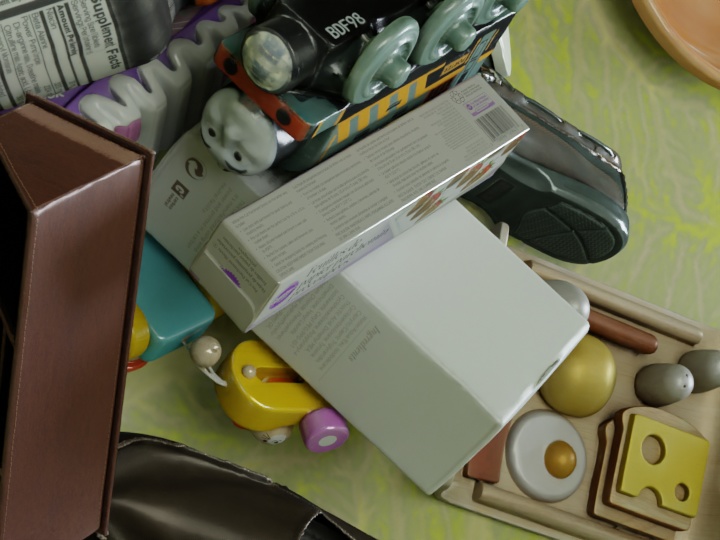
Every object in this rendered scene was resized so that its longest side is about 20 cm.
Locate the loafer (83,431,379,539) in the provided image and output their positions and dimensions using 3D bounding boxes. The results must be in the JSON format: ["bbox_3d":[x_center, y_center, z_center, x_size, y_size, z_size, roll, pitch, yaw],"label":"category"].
[{"bbox_3d":[-0.052,0.126,1.263,0.200,0.071,0.073,22,72,-27],"label":"loafer"}]

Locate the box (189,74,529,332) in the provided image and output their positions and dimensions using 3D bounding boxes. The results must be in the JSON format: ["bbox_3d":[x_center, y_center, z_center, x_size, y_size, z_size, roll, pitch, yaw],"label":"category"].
[{"bbox_3d":[0.003,-0.034,1.203,0.041,0.039,0.200,46,43,9],"label":"box"}]

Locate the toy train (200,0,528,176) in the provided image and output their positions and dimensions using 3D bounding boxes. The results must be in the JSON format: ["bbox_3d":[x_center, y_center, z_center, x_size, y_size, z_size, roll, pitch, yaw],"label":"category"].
[{"bbox_3d":[0.005,-0.108,1.212,0.085,0.114,0.200,42,41,12],"label":"toy train"}]

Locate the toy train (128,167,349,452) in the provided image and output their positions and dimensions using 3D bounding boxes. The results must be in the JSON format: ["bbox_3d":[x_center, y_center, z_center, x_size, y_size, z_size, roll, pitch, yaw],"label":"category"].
[{"bbox_3d":[-0.057,0.020,1.291,0.200,0.056,0.150,24,44,-16],"label":"toy train"}]

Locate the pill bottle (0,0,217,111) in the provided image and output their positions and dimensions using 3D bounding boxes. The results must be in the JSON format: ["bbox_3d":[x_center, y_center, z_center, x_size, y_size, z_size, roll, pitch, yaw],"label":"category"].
[{"bbox_3d":[-0.153,-0.127,1.158,0.200,0.106,0.106,-18,92,-4],"label":"pill bottle"}]

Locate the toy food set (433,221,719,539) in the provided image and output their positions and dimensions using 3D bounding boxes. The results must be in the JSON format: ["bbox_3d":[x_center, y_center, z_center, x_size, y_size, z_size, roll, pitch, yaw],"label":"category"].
[{"bbox_3d":[0.135,0.073,1.391,0.200,0.060,0.144,21,72,-27],"label":"toy food set"}]

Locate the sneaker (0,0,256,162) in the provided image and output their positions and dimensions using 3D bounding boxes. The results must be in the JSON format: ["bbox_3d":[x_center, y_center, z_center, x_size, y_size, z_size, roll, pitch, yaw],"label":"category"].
[{"bbox_3d":[-0.112,-0.099,1.262,0.088,0.081,0.200,34,46,17],"label":"sneaker"}]

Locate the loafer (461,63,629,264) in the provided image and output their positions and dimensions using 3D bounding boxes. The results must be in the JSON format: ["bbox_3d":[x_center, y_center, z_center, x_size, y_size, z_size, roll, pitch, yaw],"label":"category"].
[{"bbox_3d":[0.061,-0.074,1.372,0.200,0.072,0.063,33,51,-29],"label":"loafer"}]

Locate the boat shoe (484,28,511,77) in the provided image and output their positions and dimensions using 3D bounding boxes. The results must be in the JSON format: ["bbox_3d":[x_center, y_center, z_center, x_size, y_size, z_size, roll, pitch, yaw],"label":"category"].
[{"bbox_3d":[0.025,-0.188,1.376,0.062,0.073,0.200,-20,103,11],"label":"boat shoe"}]

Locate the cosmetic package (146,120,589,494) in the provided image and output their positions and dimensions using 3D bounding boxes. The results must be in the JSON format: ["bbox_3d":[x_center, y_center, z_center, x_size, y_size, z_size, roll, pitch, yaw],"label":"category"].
[{"bbox_3d":[0.000,0.000,1.255,0.200,0.074,0.102,45,42,4],"label":"cosmetic package"}]

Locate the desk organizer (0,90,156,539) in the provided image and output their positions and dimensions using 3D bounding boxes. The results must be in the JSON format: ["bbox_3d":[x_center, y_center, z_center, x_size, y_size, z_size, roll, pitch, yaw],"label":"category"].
[{"bbox_3d":[-0.150,0.034,1.144,0.077,0.072,0.200,-31,138,-49],"label":"desk organizer"}]

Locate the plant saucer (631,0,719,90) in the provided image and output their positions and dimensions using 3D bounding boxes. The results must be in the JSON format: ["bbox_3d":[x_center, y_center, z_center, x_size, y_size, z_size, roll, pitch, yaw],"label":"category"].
[{"bbox_3d":[0.216,-0.193,1.494,0.200,0.037,0.201,4,81,-31],"label":"plant saucer"}]
